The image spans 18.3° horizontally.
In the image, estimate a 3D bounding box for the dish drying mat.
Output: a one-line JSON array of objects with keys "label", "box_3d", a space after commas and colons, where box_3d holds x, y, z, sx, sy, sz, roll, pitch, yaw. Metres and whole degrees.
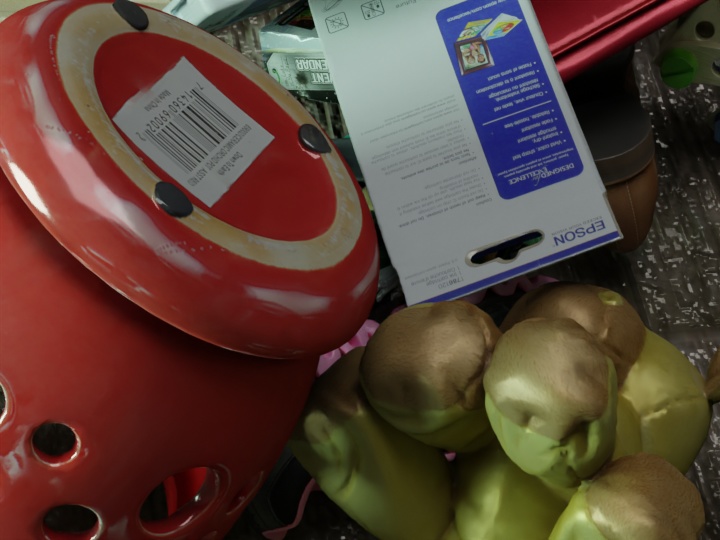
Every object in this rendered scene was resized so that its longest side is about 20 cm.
[{"label": "dish drying mat", "box_3d": [0.100, -0.129, 1.061, 0.200, 0.018, 0.077, -30, 54, -2]}]

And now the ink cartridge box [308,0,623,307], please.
[{"label": "ink cartridge box", "box_3d": [0.046, -0.063, 1.000, 0.099, 0.039, 0.200, -19, 52, 4]}]

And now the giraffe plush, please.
[{"label": "giraffe plush", "box_3d": [0.090, 0.072, 0.940, 0.172, 0.201, 0.162, 5, 35, 35]}]

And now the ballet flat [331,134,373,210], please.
[{"label": "ballet flat", "box_3d": [-0.017, -0.038, 1.104, 0.199, 0.073, 0.073, 2, 46, -18]}]

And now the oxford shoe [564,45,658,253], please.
[{"label": "oxford shoe", "box_3d": [0.115, -0.075, 1.153, 0.071, 0.071, 0.200, -12, 31, 7]}]

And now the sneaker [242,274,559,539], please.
[{"label": "sneaker", "box_3d": [0.022, 0.065, 1.017, 0.199, 0.079, 0.096, -18, 73, -20]}]

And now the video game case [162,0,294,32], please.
[{"label": "video game case", "box_3d": [0.006, -0.157, 1.075, 0.199, 0.182, 0.023, -22, 95, -8]}]

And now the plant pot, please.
[{"label": "plant pot", "box_3d": [-0.101, 0.011, 0.869, 0.200, 0.183, 0.201, 31, 30, -21]}]

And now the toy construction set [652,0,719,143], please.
[{"label": "toy construction set", "box_3d": [0.223, -0.148, 1.129, 0.131, 0.200, 0.092, 37, 16, -4]}]

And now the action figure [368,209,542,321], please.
[{"label": "action figure", "box_3d": [0.000, 0.000, 1.043, 0.199, 0.118, 0.055, -13, 72, -19]}]

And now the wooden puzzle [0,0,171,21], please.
[{"label": "wooden puzzle", "box_3d": [-0.180, -0.202, 1.259, 0.199, 0.037, 0.185, -2, 48, -7]}]

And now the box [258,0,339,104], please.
[{"label": "box", "box_3d": [0.058, -0.142, 1.178, 0.137, 0.040, 0.200, 11, 35, 31]}]
